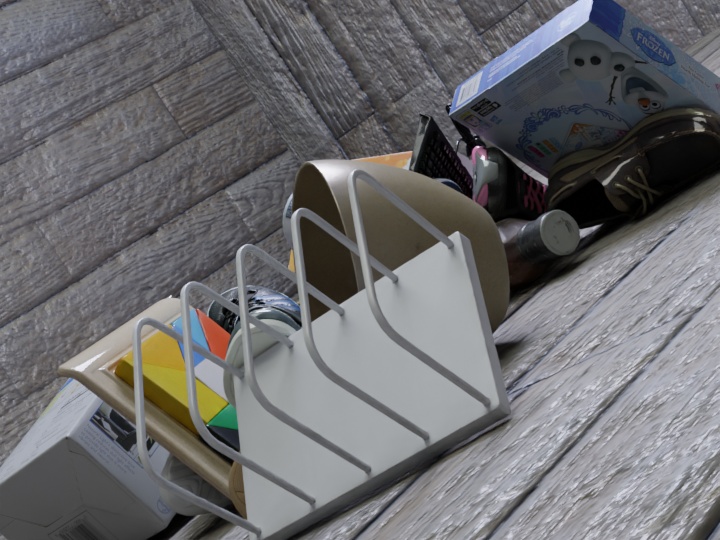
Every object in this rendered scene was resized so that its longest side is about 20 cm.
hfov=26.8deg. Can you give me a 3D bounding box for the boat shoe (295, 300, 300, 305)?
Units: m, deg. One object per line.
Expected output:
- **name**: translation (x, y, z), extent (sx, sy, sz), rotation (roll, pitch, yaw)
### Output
- **boat shoe**: translation (-0.088, 0.105, 1.493), extent (0.072, 0.068, 0.200), rotation (-1, -35, -49)

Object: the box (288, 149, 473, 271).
- **box**: translation (0.033, -0.047, 1.598), extent (0.199, 0.125, 0.097), rotation (-6, -20, 38)

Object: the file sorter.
- **file sorter**: translation (-0.033, 0.054, 0.939), extent (0.200, 0.124, 0.139), rotation (-33, 45, 25)

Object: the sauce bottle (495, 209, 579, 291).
- **sauce bottle**: translation (0.134, -0.013, 1.380), extent (0.066, 0.066, 0.200), rotation (-35, 4, -28)

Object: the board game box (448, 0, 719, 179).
- **board game box**: translation (0.217, -0.144, 1.365), extent (0.200, 0.198, 0.044), rotation (-30, 36, 51)

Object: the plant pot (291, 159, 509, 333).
- **plant pot**: translation (0.036, 0.006, 1.161), extent (0.134, 0.202, 0.200), rotation (-10, -3, -15)

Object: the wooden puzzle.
- **wooden puzzle**: translation (-0.124, 0.097, 1.249), extent (0.037, 0.199, 0.185), rotation (-62, -10, 25)

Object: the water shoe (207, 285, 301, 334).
- **water shoe**: translation (-0.086, 0.048, 1.389), extent (0.200, 0.079, 0.072), rotation (24, 76, 46)

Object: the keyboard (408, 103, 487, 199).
- **keyboard**: translation (0.093, -0.095, 1.458), extent (0.020, 0.128, 0.200), rotation (4, -20, 23)

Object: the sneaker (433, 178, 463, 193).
- **sneaker**: translation (0.061, 0.004, 1.311), extent (0.108, 0.070, 0.201), rotation (-2, 53, 55)

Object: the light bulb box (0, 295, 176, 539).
- **light bulb box**: translation (-0.230, 0.161, 1.427), extent (0.198, 0.125, 0.200), rotation (-34, 17, 43)

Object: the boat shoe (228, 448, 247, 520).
- **boat shoe**: translation (-0.005, 0.103, 1.036), extent (0.200, 0.072, 0.065), rotation (-45, -23, 15)

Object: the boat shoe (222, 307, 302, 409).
- **boat shoe**: translation (-0.060, 0.075, 1.123), extent (0.072, 0.062, 0.200), rotation (-11, -33, 5)

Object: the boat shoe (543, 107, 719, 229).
- **boat shoe**: translation (0.244, -0.078, 1.335), extent (0.200, 0.074, 0.074), rotation (-24, 34, 47)

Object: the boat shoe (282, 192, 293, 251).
- **boat shoe**: translation (0.000, 0.000, 1.418), extent (0.071, 0.090, 0.200), rotation (-64, -30, -20)

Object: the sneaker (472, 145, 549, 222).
- **sneaker**: translation (0.158, -0.067, 1.445), extent (0.095, 0.080, 0.200), rotation (0, -14, 15)

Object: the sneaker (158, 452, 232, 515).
- **sneaker**: translation (-0.121, 0.168, 1.287), extent (0.099, 0.078, 0.200), rotation (-50, -5, 26)
